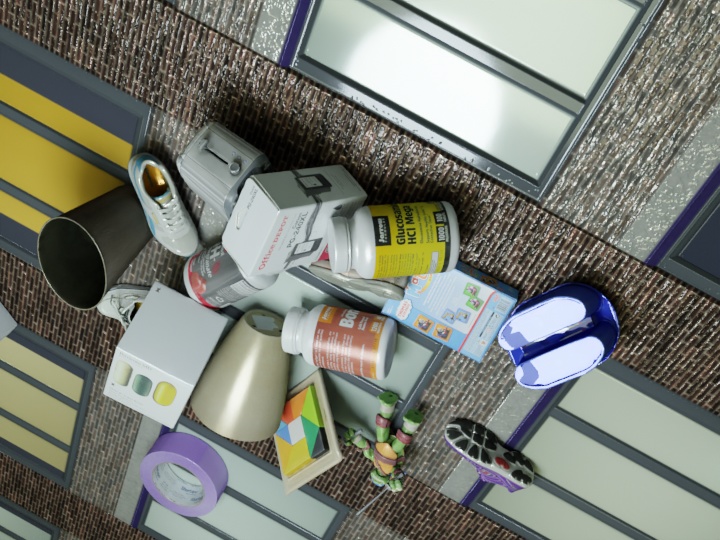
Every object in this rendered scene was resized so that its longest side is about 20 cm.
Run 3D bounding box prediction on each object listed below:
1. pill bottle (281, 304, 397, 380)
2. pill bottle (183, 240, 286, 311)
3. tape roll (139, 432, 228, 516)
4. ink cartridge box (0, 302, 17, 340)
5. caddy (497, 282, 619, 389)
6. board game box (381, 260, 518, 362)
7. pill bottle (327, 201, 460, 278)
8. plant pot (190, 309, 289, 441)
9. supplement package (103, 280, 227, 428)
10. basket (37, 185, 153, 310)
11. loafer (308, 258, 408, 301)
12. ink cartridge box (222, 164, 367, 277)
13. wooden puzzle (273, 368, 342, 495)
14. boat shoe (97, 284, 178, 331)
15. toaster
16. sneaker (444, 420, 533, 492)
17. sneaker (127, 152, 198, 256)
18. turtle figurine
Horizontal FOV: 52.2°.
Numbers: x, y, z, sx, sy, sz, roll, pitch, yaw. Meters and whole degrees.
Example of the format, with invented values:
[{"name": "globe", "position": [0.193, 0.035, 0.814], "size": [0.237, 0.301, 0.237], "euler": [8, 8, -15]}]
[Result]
[{"name": "pill bottle", "position": [-0.038, 0.125, 1.336], "size": [0.195, 0.113, 0.114], "euler": [10, 123, 13]}, {"name": "pill bottle", "position": [-0.214, -0.009, 1.318], "size": [0.197, 0.111, 0.112], "euler": [-23, 111, 29]}, {"name": "tape roll", "position": [-0.410, 0.475, 1.707], "size": [0.195, 0.066, 0.204], "euler": [9, 121, 14]}, {"name": "ink cartridge box", "position": [-0.896, 0.113, 1.648], "size": [0.197, 0.086, 0.148], "euler": [-19, 112, 29]}, {"name": "caddy", "position": [0.323, 0.107, 1.207], "size": [0.198, 0.104, 0.144], "euler": [-28, 84, 31]}, {"name": "board game box", "position": [0.152, 0.055, 1.273], "size": [0.197, 0.037, 0.153], "euler": [26, 125, 2]}, {"name": "pill bottle", "position": [0.050, -0.047, 1.159], "size": [0.195, 0.113, 0.115], "euler": [-5, 123, -10]}, {"name": "plant pot", "position": [-0.211, 0.185, 1.409], "size": [0.184, 0.188, 0.203], "euler": [23, 112, 4]}, {"name": "supplement package", "position": [-0.359, 0.158, 1.345], "size": [0.150, 0.153, 0.201], "euler": [28, 140, -8]}, {"name": "basket", "position": [-0.459, -0.059, 1.320], "size": [0.133, 0.201, 0.184], "euler": [15, 123, 10]}, {"name": "loafer", "position": [0.000, 0.000, 1.276], "size": [0.197, 0.064, 0.072], "euler": [15, 166, 33]}, {"name": "ink cartridge box", "position": [-0.105, -0.082, 1.176], "size": [0.084, 0.198, 0.146], "euler": [49, 129, 23]}, {"name": "wooden puzzle", "position": [-0.119, 0.321, 1.456], "size": [0.037, 0.188, 0.200], "euler": [10, 140, -40]}, {"name": "boat shoe", "position": [-0.459, 0.082, 1.474], "size": [0.197, 0.087, 0.076], "euler": [1, 120, 18]}, {"name": "toaster", "position": [-0.215, -0.153, 1.204], "size": [0.128, 0.114, 0.200], "euler": [37, 171, 9]}, {"name": "sneaker", "position": [0.236, 0.368, 1.409], "size": [0.198, 0.081, 0.084], "euler": [36, 131, -5]}, {"name": "sneaker", "position": [-0.350, -0.110, 1.311], "size": [0.080, 0.076, 0.203], "euler": [24, 144, 61]}, {"name": "turtle figurine", "position": [0.033, 0.349, 1.412], "size": [0.196, 0.144, 0.198], "euler": [9, 112, -26]}]
